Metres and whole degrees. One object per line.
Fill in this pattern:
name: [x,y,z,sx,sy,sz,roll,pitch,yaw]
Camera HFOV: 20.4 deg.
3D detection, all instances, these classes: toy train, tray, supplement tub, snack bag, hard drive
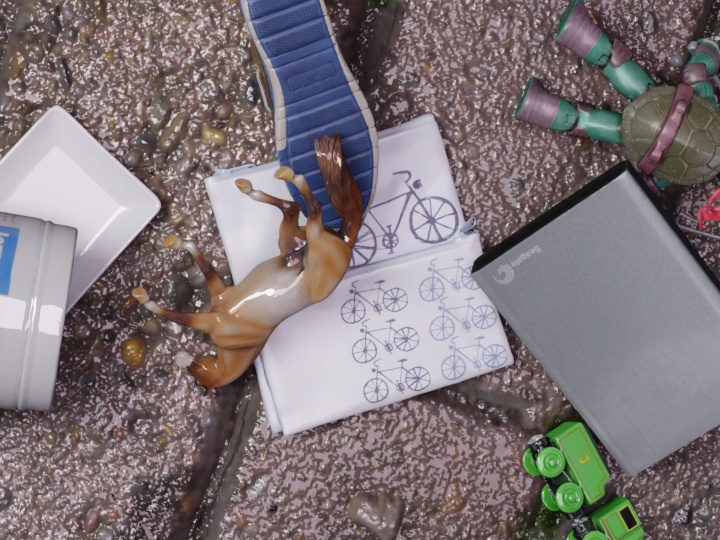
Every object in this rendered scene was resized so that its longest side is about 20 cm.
toy train: [0.186,0.203,1.487,0.056,0.042,0.201,-31,97,-16]
tray: [-0.245,-0.009,1.422,0.107,0.022,0.200,43,87,-7]
supplement tub: [-0.296,0.018,1.340,0.198,0.132,0.133,8,92,-8]
snack bag: [0.000,0.000,1.458,0.187,0.021,0.202,-16,95,-7]
hard drive: [0.193,0.036,1.446,0.139,0.033,0.200,-34,104,21]

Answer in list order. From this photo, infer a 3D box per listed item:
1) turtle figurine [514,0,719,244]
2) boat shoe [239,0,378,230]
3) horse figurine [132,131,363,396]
turtle figurine: [0.219,-0.106,1.451,0.199,0.101,0.151,28,89,-3]
boat shoe: [-0.035,-0.128,1.410,0.072,0.072,0.202,-15,112,-5]
horse figurine: [-0.066,-0.001,1.389,0.200,0.050,0.133,-41,130,4]
